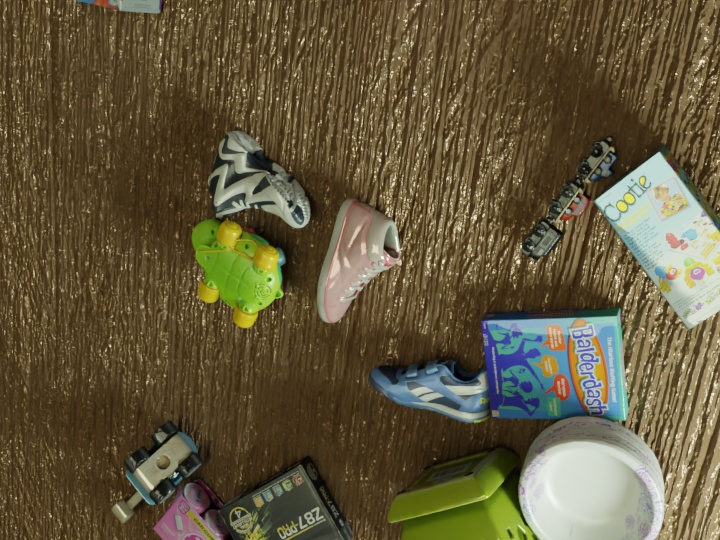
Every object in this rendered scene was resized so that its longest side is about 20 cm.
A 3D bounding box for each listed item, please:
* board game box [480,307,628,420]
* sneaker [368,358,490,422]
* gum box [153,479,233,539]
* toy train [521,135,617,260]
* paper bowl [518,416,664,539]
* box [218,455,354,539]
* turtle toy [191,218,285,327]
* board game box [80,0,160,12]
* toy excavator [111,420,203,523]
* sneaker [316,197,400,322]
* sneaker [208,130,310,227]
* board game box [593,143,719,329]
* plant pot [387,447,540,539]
[{"bbox_3d":[0.281,0.137,1.204,0.196,0.045,0.156,-4,101,25],"label":"board game box"},{"bbox_3d":[0.109,0.170,1.279,0.195,0.074,0.084,11,106,14],"label":"sneaker"},{"bbox_3d":[-0.285,0.499,1.540,0.200,0.066,0.114,45,117,8],"label":"gum box"},{"bbox_3d":[0.293,-0.096,1.147,0.045,0.034,0.202,36,115,8],"label":"toy train"},{"bbox_3d":[0.329,0.304,1.181,0.196,0.104,0.205,8,114,17],"label":"paper bowl"},{"bbox_3d":[-0.133,0.444,1.457,0.198,0.049,0.163,-31,90,19],"label":"box"},{"bbox_3d":[-0.202,-0.014,1.356,0.198,0.101,0.148,33,116,14],"label":"turtle toy"},{"bbox_3d":[-0.428,-0.488,1.333,0.196,0.105,0.105,17,109,19],"label":"board game box"},{"bbox_3d":[-0.386,0.391,1.549,0.194,0.200,0.100,-42,82,-18],"label":"toy excavator"},{"bbox_3d":[0.000,0.000,1.281,0.103,0.075,0.205,22,107,24],"label":"sneaker"},{"bbox_3d":[-0.174,-0.112,1.333,0.199,0.079,0.130,44,117,9],"label":"sneaker"},{"bbox_3d":[0.407,-0.047,1.068,0.104,0.103,0.202,-37,86,27],"label":"board game box"},{"bbox_3d":[0.163,0.385,1.241,0.197,0.198,0.185,-23,86,28],"label":"plant pot"}]
